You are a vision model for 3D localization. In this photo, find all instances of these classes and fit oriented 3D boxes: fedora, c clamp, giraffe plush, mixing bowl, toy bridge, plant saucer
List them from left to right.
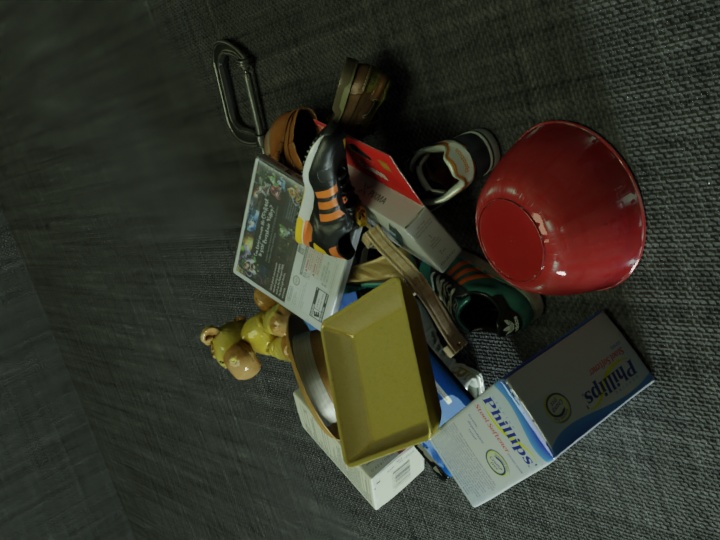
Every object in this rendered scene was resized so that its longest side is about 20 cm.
[{"bbox_3d":[-0.180,-0.270,1.507,0.170,0.027,0.202,18,128,55],"label":"c clamp"},{"bbox_3d":[-0.177,0.112,1.579,0.174,0.161,0.200,64,176,-26],"label":"giraffe plush"},{"bbox_3d":[-0.040,0.147,1.389,0.201,0.081,0.203,-24,-90,-82],"label":"fedora"},{"bbox_3d":[0.031,0.133,1.201,0.199,0.048,0.202,-33,63,51],"label":"plant saucer"},{"bbox_3d":[0.067,0.020,1.200,0.201,0.027,0.067,53,169,6],"label":"toy bridge"},{"bbox_3d":[0.198,-0.051,1.034,0.200,0.108,0.202,35,138,39],"label":"mixing bowl"}]

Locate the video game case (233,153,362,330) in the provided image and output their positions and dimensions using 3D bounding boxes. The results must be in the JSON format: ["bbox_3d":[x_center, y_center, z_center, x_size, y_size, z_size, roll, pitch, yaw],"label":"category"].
[{"bbox_3d":[-0.091,-0.036,1.321,0.181,0.023,0.202,32,127,21],"label":"video game case"}]

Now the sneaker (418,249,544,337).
[{"bbox_3d":[0.134,0.029,1.204,0.199,0.079,0.072,22,132,47],"label":"sneaker"}]

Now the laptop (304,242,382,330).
[{"bbox_3d":[-0.014,0.059,1.414,0.199,0.102,0.179,20,128,59],"label":"laptop"}]

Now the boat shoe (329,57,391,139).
[{"bbox_3d":[-0.005,-0.201,1.250,0.067,0.073,0.200,17,161,-2],"label":"boat shoe"}]

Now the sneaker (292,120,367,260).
[{"bbox_3d":[-0.025,-0.096,1.179,0.089,0.070,0.201,27,138,11],"label":"sneaker"}]

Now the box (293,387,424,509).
[{"bbox_3d":[-0.001,0.257,1.509,0.200,0.109,0.128,44,159,29],"label":"box"}]

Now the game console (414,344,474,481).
[{"bbox_3d":[0.093,0.178,1.315,0.200,0.118,0.171,49,122,8],"label":"game console"}]

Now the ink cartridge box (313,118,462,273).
[{"bbox_3d":[0.020,-0.096,1.196,0.176,0.045,0.200,47,173,-36],"label":"ink cartridge box"}]

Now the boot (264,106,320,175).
[{"bbox_3d":[-0.084,-0.129,1.347,0.155,0.076,0.203,169,97,-68],"label":"boot"}]

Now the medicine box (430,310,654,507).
[{"bbox_3d":[0.206,0.163,1.099,0.103,0.181,0.200,54,146,13],"label":"medicine box"}]

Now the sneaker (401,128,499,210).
[{"bbox_3d":[0.086,-0.117,1.178,0.079,0.079,0.200,61,149,2],"label":"sneaker"}]

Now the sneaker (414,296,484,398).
[{"bbox_3d":[0.115,0.122,1.315,0.115,0.073,0.202,7,127,51],"label":"sneaker"}]

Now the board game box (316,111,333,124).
[{"bbox_3d":[-0.059,-0.134,1.407,0.104,0.023,0.203,8,112,51],"label":"board game box"}]

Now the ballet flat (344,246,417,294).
[{"bbox_3d":[0.000,0.000,1.337,0.198,0.068,0.064,-7,81,37],"label":"ballet flat"}]
